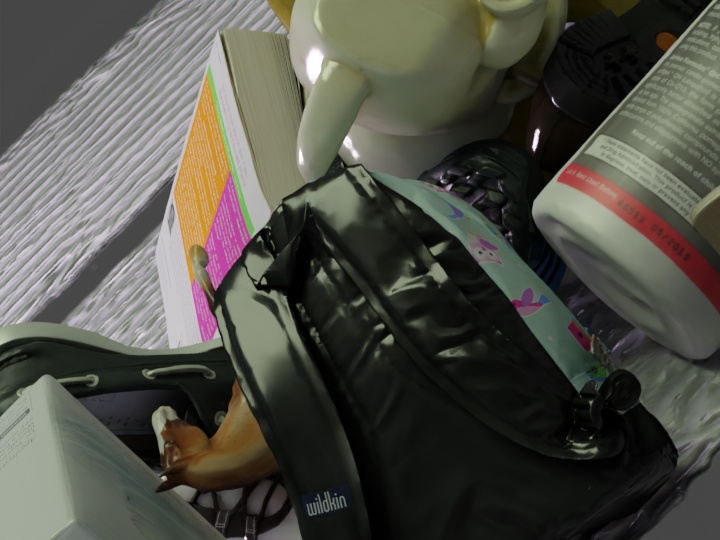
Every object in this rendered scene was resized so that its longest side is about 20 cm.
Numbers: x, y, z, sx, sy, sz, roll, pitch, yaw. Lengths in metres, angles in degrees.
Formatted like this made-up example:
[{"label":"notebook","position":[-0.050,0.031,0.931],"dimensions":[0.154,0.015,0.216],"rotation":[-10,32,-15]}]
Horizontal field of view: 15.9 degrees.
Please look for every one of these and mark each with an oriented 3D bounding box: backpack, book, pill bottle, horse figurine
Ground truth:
[{"label":"backpack","position":[0.027,0.052,1.150],"dimensions":[0.167,0.200,0.127],"rotation":[-39,-17,9]},{"label":"book","position":[-0.074,-0.019,1.458],"dimensions":[0.200,0.048,0.134],"rotation":[115,152,-48]},{"label":"pill bottle","position":[0.183,-0.065,1.204],"dimensions":[0.200,0.111,0.111],"rotation":[-48,19,-7]},{"label":"horse figurine","position":[-0.015,0.063,1.256],"dimensions":[0.050,0.200,0.133],"rotation":[-47,40,33]}]

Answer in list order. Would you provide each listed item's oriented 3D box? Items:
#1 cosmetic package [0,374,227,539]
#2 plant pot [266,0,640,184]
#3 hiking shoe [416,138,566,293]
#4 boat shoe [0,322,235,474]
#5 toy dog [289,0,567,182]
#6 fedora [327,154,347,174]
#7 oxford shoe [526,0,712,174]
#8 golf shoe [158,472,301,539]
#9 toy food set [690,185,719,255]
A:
[{"label":"cosmetic package","position":[-0.106,0.178,1.161],"dimensions":[0.123,0.199,0.200],"rotation":[-44,19,5]},{"label":"plant pot","position":[0.077,-0.140,1.469],"dimensions":[0.200,0.200,0.176],"rotation":[-40,23,15]},{"label":"hiking shoe","position":[0.067,-0.021,1.304],"dimensions":[0.087,0.074,0.200],"rotation":[-49,-14,-23]},{"label":"boat shoe","position":[-0.094,0.073,1.283],"dimensions":[0.060,0.200,0.076],"rotation":[-112,30,-52]},{"label":"toy dog","position":[0.035,-0.105,1.286],"dimensions":[0.200,0.139,0.194],"rotation":[83,-156,-70]},{"label":"fedora","position":[0.000,0.000,1.442],"dimensions":[0.201,0.091,0.201],"rotation":[-172,90,-75]},{"label":"oxford shoe","position":[0.155,-0.097,1.319],"dimensions":[0.200,0.073,0.084],"rotation":[-17,-32,-37]},{"label":"golf shoe","position":[-0.059,0.131,1.334],"dimensions":[0.200,0.095,0.078],"rotation":[-27,24,39]},{"label":"toy food set","position":[0.211,0.006,1.007],"dimensions":[0.143,0.060,0.200],"rotation":[-38,37,22]}]
